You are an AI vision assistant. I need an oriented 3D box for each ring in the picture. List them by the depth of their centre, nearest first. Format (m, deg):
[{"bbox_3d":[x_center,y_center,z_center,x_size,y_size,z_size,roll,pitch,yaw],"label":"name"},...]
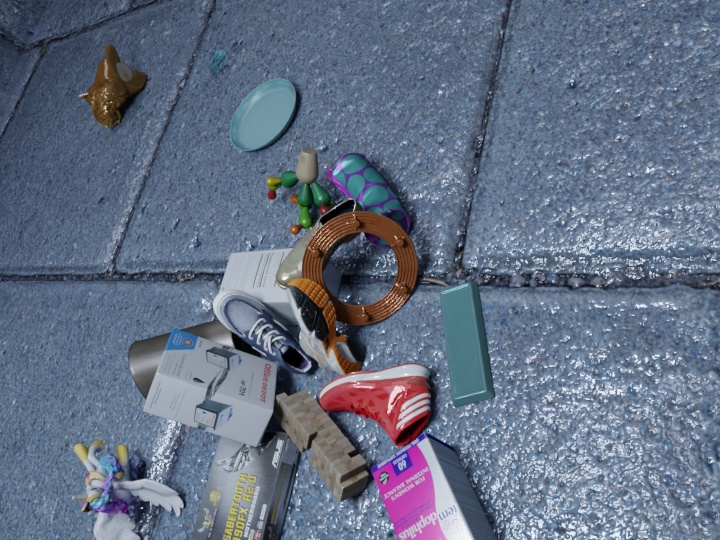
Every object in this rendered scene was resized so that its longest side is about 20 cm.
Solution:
[{"bbox_3d":[0.000,0.000,1.145,0.200,0.200,0.019,-41,17,9],"label":"ring"}]

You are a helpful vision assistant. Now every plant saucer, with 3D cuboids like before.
[{"bbox_3d":[0.164,0.111,1.076,0.069,0.019,0.202,-20,56,26],"label":"plant saucer"},{"bbox_3d":[-0.227,-0.364,1.613,0.199,0.027,0.202,-16,58,27],"label":"plant saucer"}]

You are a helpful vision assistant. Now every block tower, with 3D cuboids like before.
[{"bbox_3d":[-0.066,0.276,1.102,0.200,0.057,0.054,41,133,37],"label":"block tower"}]

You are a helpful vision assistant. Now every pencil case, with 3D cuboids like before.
[{"bbox_3d":[0.014,-0.135,1.272,0.092,0.086,0.201,-16,46,-16],"label":"pencil case"}]

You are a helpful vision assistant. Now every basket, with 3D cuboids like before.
[{"bbox_3d":[-0.304,0.170,1.290,0.198,0.181,0.137,-23,43,12],"label":"basket"}]

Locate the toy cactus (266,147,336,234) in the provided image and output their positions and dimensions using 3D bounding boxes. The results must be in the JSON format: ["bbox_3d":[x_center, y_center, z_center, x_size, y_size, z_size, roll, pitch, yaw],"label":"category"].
[{"bbox_3d":[-0.117,-0.161,1.344,0.200,0.102,0.166,39,134,36],"label":"toy cactus"}]

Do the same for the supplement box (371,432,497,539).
[{"bbox_3d":[0.109,0.343,0.931,0.101,0.103,0.201,-36,52,12],"label":"supplement box"}]

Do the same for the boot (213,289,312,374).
[{"bbox_3d":[-0.164,0.107,1.183,0.073,0.200,0.090,-54,36,-6],"label":"boot"}]

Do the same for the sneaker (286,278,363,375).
[{"bbox_3d":[-0.081,0.102,1.147,0.091,0.201,0.076,-6,32,42],"label":"sneaker"}]

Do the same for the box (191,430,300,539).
[{"bbox_3d":[-0.193,0.375,1.164,0.157,0.048,0.202,-1,65,35],"label":"box"}]

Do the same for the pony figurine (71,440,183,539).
[{"bbox_3d":[-0.449,0.410,1.256,0.167,0.193,0.200,-46,29,1],"label":"pony figurine"}]

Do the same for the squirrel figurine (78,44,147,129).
[{"bbox_3d":[-0.754,-0.523,2.010,0.186,0.141,0.202,-22,52,32],"label":"squirrel figurine"}]

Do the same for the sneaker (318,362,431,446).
[{"bbox_3d":[0.020,0.223,1.077,0.199,0.078,0.117,-21,53,26],"label":"sneaker"}]

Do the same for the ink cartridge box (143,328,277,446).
[{"bbox_3d":[-0.248,0.197,1.155,0.147,0.198,0.086,-99,31,-64],"label":"ink cartridge box"}]

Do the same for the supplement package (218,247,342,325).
[{"bbox_3d":[-0.152,0.033,1.279,0.198,0.114,0.111,-3,63,32],"label":"supplement package"}]

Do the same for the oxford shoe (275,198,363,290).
[{"bbox_3d":[-0.075,-0.051,1.166,0.071,0.074,0.200,40,81,23],"label":"oxford shoe"}]
